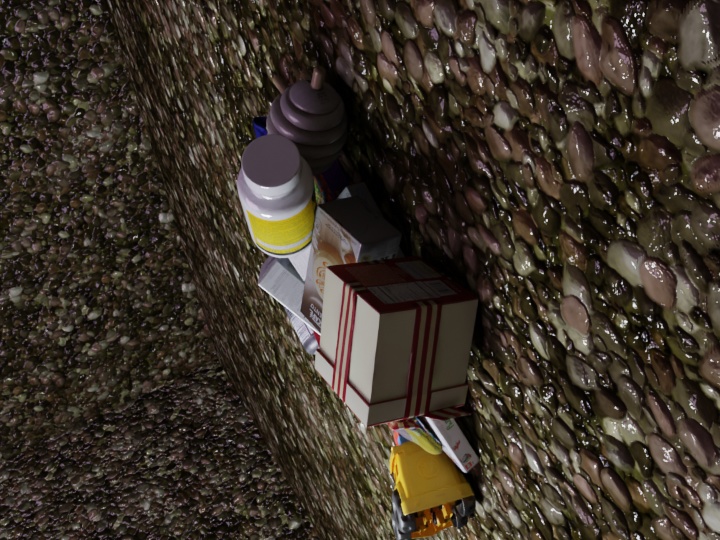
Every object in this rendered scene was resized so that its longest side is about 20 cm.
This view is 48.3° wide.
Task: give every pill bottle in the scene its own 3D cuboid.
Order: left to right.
[{"bbox_3d":[-0.119,-0.107,1.160,0.112,0.110,0.201,59,169,20],"label":"pill bottle"},{"bbox_3d":[-0.088,0.097,1.641,0.202,0.105,0.106,61,161,15],"label":"pill bottle"}]

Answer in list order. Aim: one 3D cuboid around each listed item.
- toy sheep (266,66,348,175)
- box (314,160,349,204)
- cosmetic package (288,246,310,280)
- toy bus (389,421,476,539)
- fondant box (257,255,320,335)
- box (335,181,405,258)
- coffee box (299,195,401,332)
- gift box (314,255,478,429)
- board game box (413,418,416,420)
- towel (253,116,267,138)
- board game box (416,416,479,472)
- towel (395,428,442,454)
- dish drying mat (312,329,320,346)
[{"bbox_3d":[-0.080,-0.221,1.199,0.139,0.136,0.201,55,153,29],"label":"toy sheep"},{"bbox_3d":[-0.082,-0.181,1.387,0.202,0.039,0.137,62,162,13],"label":"box"},{"bbox_3d":[-0.116,-0.091,1.314,0.201,0.050,0.083,56,142,12],"label":"cosmetic package"},{"bbox_3d":[0.103,0.360,1.408,0.201,0.133,0.194,92,162,-58],"label":"toy bus"},{"bbox_3d":[-0.094,0.050,1.479,0.199,0.058,0.144,41,-174,-12],"label":"fondant box"},{"bbox_3d":[-0.016,-0.023,1.301,0.158,0.041,0.200,61,145,14],"label":"box"},{"bbox_3d":[-0.018,0.006,1.214,0.114,0.079,0.203,42,135,37],"label":"coffee box"},{"bbox_3d":[0.060,0.103,1.104,0.185,0.197,0.190,-136,48,-57],"label":"gift box"},{"bbox_3d":[0.075,0.227,1.465,0.097,0.030,0.200,65,159,8],"label":"board game box"},{"bbox_3d":[-0.131,-0.162,1.418,0.148,0.049,0.203,-130,26,-50],"label":"towel"},{"bbox_3d":[0.107,0.219,1.263,0.126,0.034,0.201,41,166,53],"label":"board game box"},{"bbox_3d":[0.036,0.221,1.254,0.143,0.023,0.200,24,165,49],"label":"towel"},{"bbox_3d":[-0.051,0.140,1.473,0.077,0.018,0.200,40,-173,-21],"label":"dish drying mat"}]
